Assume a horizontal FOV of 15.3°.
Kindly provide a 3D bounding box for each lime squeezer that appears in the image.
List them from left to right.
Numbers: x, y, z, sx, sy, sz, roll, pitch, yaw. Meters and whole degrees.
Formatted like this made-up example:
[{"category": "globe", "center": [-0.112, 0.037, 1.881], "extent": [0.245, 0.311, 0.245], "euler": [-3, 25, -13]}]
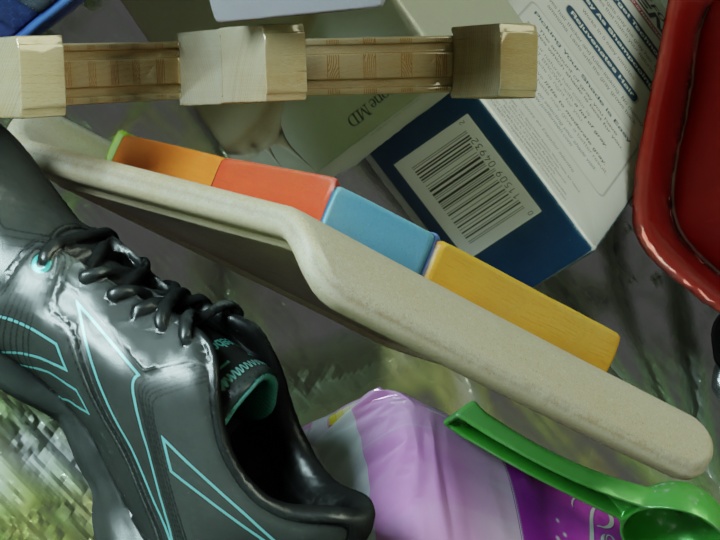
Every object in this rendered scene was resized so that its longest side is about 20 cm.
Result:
[{"category": "lime squeezer", "center": [0.111, 0.113, 0.882], "extent": [0.200, 0.038, 0.071], "euler": [56, 31, 2]}]

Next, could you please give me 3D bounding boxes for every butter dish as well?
[{"category": "butter dish", "center": [0.230, -0.054, 1.118], "extent": [0.199, 0.148, 0.200], "euler": [34, 47, -20]}]

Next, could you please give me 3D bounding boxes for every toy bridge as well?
[{"category": "toy bridge", "center": [-0.041, -0.067, 0.886], "extent": [0.200, 0.067, 0.027], "euler": [-4, 95, -30]}]

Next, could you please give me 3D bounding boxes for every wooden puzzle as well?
[{"category": "wooden puzzle", "center": [0.000, 0.000, 0.881], "extent": [0.185, 0.037, 0.200], "euler": [27, -2, -37]}]

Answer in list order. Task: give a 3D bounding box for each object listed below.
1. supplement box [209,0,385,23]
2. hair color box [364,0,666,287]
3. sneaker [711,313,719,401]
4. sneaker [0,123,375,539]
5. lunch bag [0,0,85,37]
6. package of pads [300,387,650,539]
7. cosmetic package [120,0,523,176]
[{"category": "supplement box", "center": [-0.009, -0.179, 0.889], "extent": [0.200, 0.061, 0.109], "euler": [-67, 148, -52]}, {"category": "hair color box", "center": [0.076, -0.072, 1.128], "extent": [0.100, 0.061, 0.200], "euler": [53, 32, -7]}, {"category": "sneaker", "center": [0.199, 0.013, 1.199], "extent": [0.115, 0.075, 0.200], "euler": [20, 47, -39]}, {"category": "sneaker", "center": [-0.069, 0.024, 0.836], "extent": [0.200, 0.079, 0.075], "euler": [54, 33, 3]}, {"category": "lunch bag", "center": [-0.144, -0.175, 0.867], "extent": [0.200, 0.136, 0.132], "euler": [43, 34, -18]}, {"category": "package of pads", "center": [0.059, 0.129, 0.907], "extent": [0.200, 0.076, 0.121], "euler": [28, 42, -36]}, {"category": "cosmetic package", "center": [-0.042, -0.136, 0.996], "extent": [0.200, 0.104, 0.073], "euler": [55, 34, 3]}]
